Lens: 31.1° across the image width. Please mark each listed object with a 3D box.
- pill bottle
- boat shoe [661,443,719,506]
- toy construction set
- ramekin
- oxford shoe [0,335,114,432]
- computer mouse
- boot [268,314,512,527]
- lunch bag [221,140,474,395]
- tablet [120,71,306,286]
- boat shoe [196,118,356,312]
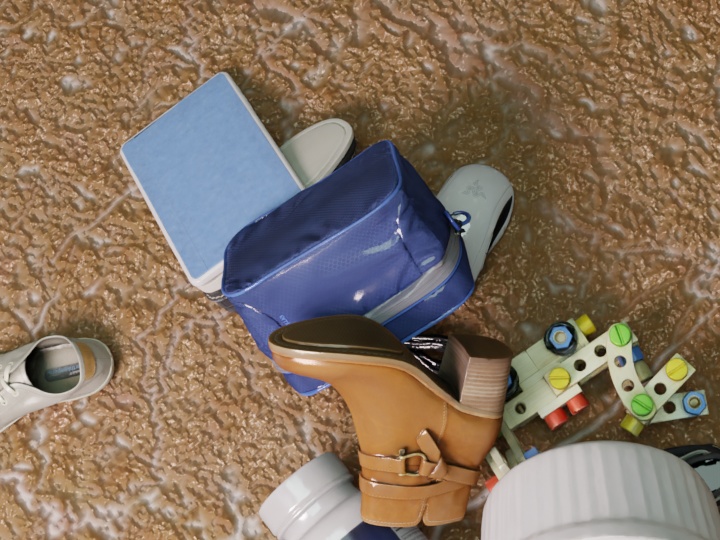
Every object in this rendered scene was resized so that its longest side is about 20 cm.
[{"bbox_3d":[0.008,0.250,1.056,0.111,0.111,0.200,-41,74,-1],"label":"pill bottle"},{"bbox_3d":[0.213,0.184,1.060,0.199,0.063,0.073,-15,75,6],"label":"boat shoe"},{"bbox_3d":[0.177,0.114,1.073,0.199,0.092,0.132,-32,74,-8],"label":"toy construction set"},{"bbox_3d":[0.182,0.217,0.975,0.199,0.201,0.098,-7,45,8],"label":"ramekin"},{"bbox_3d":[-0.323,0.106,1.177,0.199,0.058,0.076,-18,77,7],"label":"oxford shoe"},{"bbox_3d":[0.069,-0.008,1.139,0.109,0.044,0.201,24,83,16],"label":"computer mouse"},{"bbox_3d":[0.015,0.122,0.993,0.199,0.074,0.156,9,110,-13],"label":"boot"},{"bbox_3d":[0.000,0.000,1.055,0.199,0.136,0.133,-30,114,13],"label":"lunch bag"},{"bbox_3d":[-0.135,-0.087,1.173,0.130,0.014,0.200,-36,53,3],"label":"tablet"},{"bbox_3d":[-0.069,-0.048,1.165,0.200,0.060,0.074,-52,43,-7],"label":"boat shoe"}]
